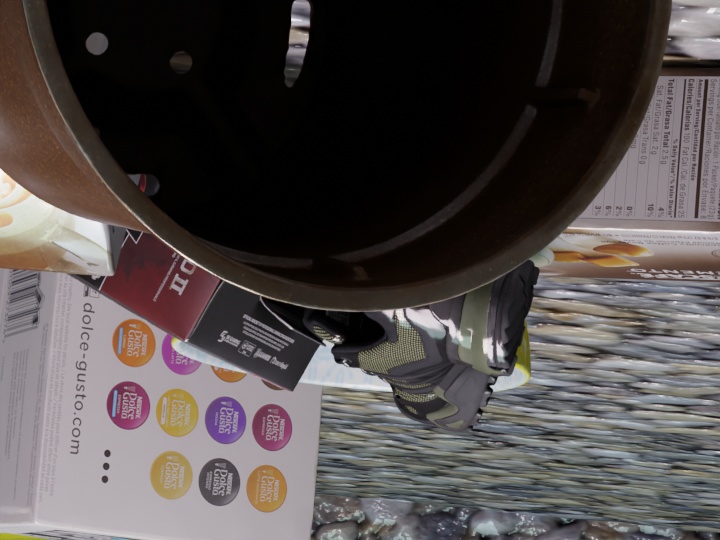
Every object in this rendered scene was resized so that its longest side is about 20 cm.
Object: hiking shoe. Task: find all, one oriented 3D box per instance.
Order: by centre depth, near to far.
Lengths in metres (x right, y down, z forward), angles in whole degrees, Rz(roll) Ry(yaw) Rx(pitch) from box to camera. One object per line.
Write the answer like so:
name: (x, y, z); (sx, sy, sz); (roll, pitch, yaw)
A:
hiking shoe: (0.024, 0.022, 1.298); (0.100, 0.076, 0.200); (18, 163, -1)

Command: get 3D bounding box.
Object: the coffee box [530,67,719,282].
coffee box: (0.096, -0.045, 1.271); (0.199, 0.080, 0.114); (2, 170, 19)

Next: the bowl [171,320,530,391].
bowl: (0.000, 0.000, 1.489); (0.199, 0.108, 0.200); (6, 169, 1)

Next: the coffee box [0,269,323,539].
coffee box: (-0.154, 0.081, 1.753); (0.197, 0.201, 0.200); (11, 168, -30)

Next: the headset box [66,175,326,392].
headset box: (-0.102, -0.018, 1.325); (0.200, 0.075, 0.149); (29, 179, 21)

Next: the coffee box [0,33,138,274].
coffee box: (-0.199, -0.070, 1.130); (0.199, 0.080, 0.115); (5, 135, 5)

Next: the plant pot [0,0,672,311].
plant pot: (-0.039, -0.088, 0.838); (0.200, 0.201, 0.198); (10, 176, -24)
